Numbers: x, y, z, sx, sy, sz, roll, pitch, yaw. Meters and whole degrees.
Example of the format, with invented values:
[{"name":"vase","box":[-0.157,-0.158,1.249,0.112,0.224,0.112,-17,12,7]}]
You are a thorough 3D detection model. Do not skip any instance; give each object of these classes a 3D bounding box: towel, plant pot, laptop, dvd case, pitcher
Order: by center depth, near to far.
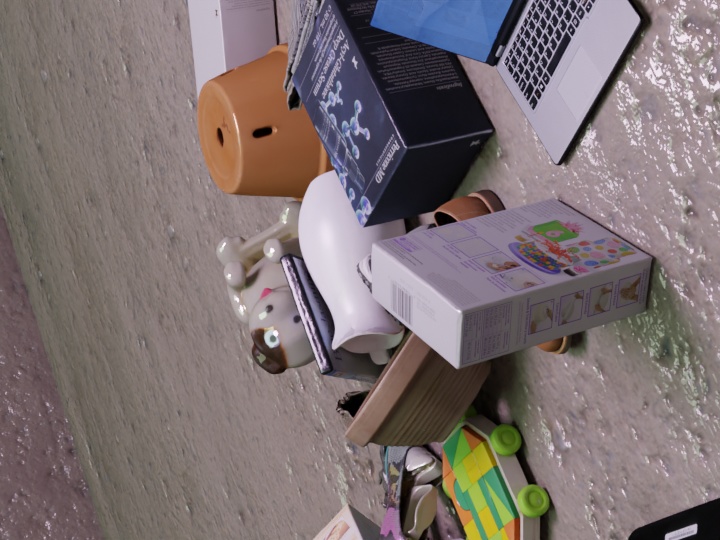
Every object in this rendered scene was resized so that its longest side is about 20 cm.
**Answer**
[{"name":"laptop","box":[0.119,-0.216,1.154,0.201,0.115,0.188,63,152,26]},{"name":"plant pot","box":[0.074,0.112,1.380,0.092,0.201,0.201,33,146,1]},{"name":"towel","box":[-0.059,-0.311,1.482,0.193,0.034,0.202,117,157,-54]},{"name":"pitcher","box":[0.000,0.000,1.501,0.172,0.120,0.202,66,-167,-72]},{"name":"dvd case","box":[-0.025,0.060,1.541,0.200,0.017,0.144,21,-133,-67]},{"name":"plant pot","box":[-0.112,-0.174,1.616,0.200,0.139,0.202,40,136,52]}]

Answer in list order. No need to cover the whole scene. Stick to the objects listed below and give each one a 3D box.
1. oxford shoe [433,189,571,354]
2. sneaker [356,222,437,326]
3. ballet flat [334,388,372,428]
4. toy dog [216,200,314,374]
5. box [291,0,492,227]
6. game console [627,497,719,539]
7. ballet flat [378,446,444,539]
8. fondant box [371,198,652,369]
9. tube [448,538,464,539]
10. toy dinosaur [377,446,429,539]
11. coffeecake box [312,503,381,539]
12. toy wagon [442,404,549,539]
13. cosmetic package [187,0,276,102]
[{"name":"oxford shoe","box":[0.134,0.008,1.284,0.201,0.071,0.072,56,146,33]},{"name":"sneaker","box":[0.054,-0.008,1.325,0.079,0.200,0.074,-37,94,22]},{"name":"ballet flat","box":[0.018,0.165,1.597,0.068,0.046,0.200,-64,17,-16]},{"name":"toy dog","box":[-0.095,0.043,1.635,0.200,0.138,0.195,-101,-10,-62]},{"name":"box","box":[0.028,-0.173,1.369,0.201,0.106,0.149,64,151,22]},{"name":"game console","box":[0.315,0.297,1.112,0.200,0.115,0.177,134,149,-60]},{"name":"ballet flat","box":[0.063,0.255,1.503,0.071,0.069,0.201,-40,24,33]},{"name":"fondant box","box":[0.129,0.006,1.143,0.144,0.198,0.059,39,137,51]},{"name":"tube","box":[0.136,0.393,1.462,0.201,0.050,0.077,64,163,-15]},{"name":"toy dinosaur","box":[0.051,0.288,1.589,0.088,0.047,0.201,78,176,-59]},{"name":"coffeecake box","box":[0.036,0.379,1.507,0.153,0.073,0.200,41,-174,-23]},{"name":"toy wagon","box":[0.131,0.219,1.424,0.201,0.039,0.155,67,152,20]},{"name":"cosmetic package","box":[-0.165,-0.315,1.721,0.107,0.084,0.202,24,122,56]}]
